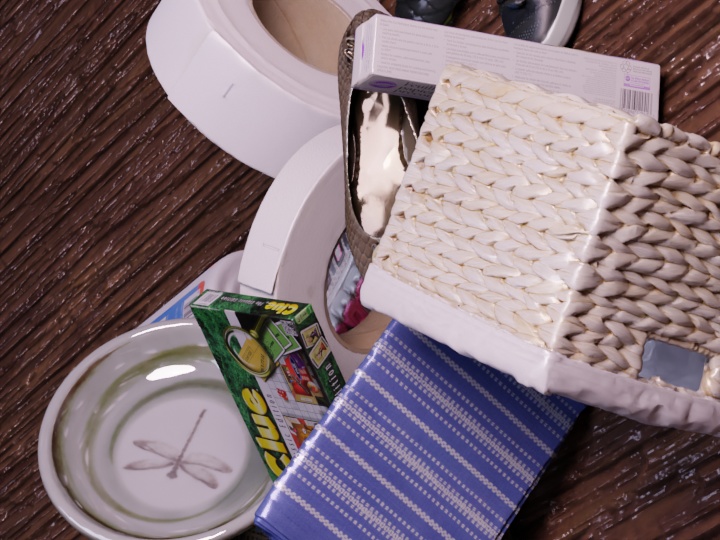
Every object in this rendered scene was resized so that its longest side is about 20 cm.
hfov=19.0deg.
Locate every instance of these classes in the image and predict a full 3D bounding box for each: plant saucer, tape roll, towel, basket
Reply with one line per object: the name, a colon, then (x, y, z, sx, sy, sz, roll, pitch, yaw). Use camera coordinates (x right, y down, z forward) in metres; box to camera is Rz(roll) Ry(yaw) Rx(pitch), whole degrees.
plant saucer: (-0.128, 0.126, 1.530, 0.050, 0.199, 0.201, 79, 170, -51)
tape roll: (-0.054, -0.155, 1.565, 0.071, 0.201, 0.203, -51, 44, 33)
towel: (0.039, 0.120, 1.351, 0.200, 0.145, 0.024, -54, 15, -15)
basket: (0.141, -0.010, 1.260, 0.200, 0.197, 0.162, 22, 96, 55)
tape roll: (0.000, 0.000, 1.446, 0.037, 0.202, 0.204, 18, 96, 41)

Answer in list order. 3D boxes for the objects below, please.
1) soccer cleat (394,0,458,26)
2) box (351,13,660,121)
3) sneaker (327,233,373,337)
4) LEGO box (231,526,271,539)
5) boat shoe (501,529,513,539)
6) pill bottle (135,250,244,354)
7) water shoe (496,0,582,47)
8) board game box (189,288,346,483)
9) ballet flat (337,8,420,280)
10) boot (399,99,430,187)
soccer cleat: (0.055, -0.263, 1.543, 0.067, 0.081, 0.201, 38, 112, 52)
box: (0.093, -0.122, 1.350, 0.039, 0.198, 0.042, 156, 119, -67)
sneaker: (-0.007, -0.013, 1.531, 0.087, 0.074, 0.201, 19, 79, 40)
LEGO box: (-0.032, 0.225, 1.544, 0.149, 0.077, 0.202, 18, 97, 56)
boat shoe: (0.064, 0.179, 1.427, 0.063, 0.073, 0.201, -49, 52, 30)
pill bottle: (-0.124, 0.074, 1.684, 0.200, 0.112, 0.113, -36, 53, 45)
water shoe: (0.104, -0.240, 1.468, 0.071, 0.078, 0.202, -15, 70, 53)
board game box: (-0.035, 0.103, 1.392, 0.104, 0.023, 0.201, 8, 130, 49)
ballet flat: (0.016, -0.073, 1.352, 0.067, 0.046, 0.202, -9, 72, 12)
boot: (0.063, -0.012, 1.421, 0.070, 0.131, 0.202, -11, 73, 52)
